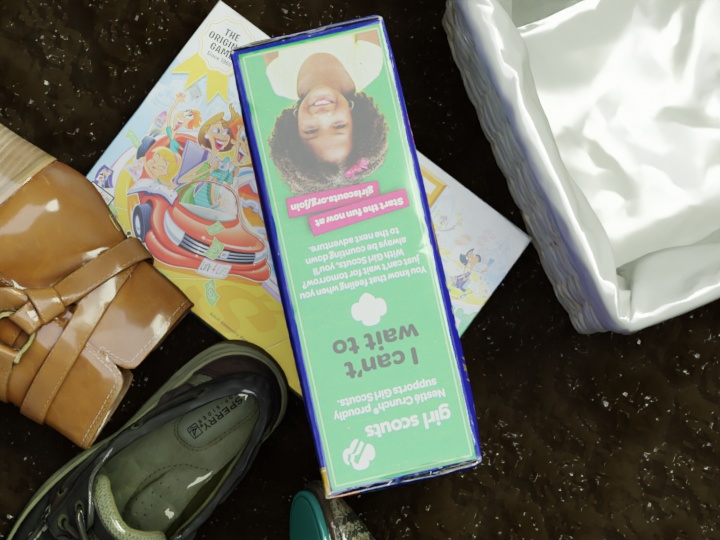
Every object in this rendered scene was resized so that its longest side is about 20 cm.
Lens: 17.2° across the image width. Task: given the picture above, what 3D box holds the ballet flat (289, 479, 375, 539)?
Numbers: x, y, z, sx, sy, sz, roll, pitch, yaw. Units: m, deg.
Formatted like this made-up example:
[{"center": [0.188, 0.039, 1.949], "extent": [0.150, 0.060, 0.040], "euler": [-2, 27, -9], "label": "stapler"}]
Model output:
[{"center": [0.001, 0.203, 1.174], "extent": [0.075, 0.068, 0.202], "euler": [1, 90, -23], "label": "ballet flat"}]

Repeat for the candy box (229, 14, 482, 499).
[{"center": [0.000, 0.000, 1.098], "extent": [0.076, 0.169, 0.202], "euler": [-14, 85, 0], "label": "candy box"}]

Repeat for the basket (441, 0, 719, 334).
[{"center": [0.161, -0.089, 1.149], "extent": [0.197, 0.161, 0.201], "euler": [-24, 85, -4], "label": "basket"}]

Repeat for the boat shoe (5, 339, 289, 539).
[{"center": [-0.115, 0.115, 1.158], "extent": [0.072, 0.066, 0.201], "euler": [45, 96, -2], "label": "boat shoe"}]

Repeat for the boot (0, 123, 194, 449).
[{"center": [-0.191, 0.037, 1.168], "extent": [0.155, 0.077, 0.200], "euler": [40, 92, -2], "label": "boot"}]

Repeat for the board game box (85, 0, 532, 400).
[{"center": [-0.032, -0.021, 1.201], "extent": [0.199, 0.034, 0.135], "euler": [37, 85, 2], "label": "board game box"}]
